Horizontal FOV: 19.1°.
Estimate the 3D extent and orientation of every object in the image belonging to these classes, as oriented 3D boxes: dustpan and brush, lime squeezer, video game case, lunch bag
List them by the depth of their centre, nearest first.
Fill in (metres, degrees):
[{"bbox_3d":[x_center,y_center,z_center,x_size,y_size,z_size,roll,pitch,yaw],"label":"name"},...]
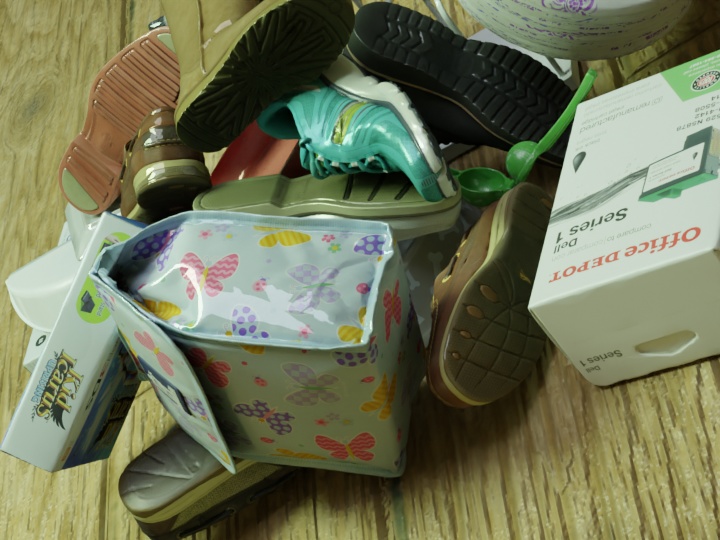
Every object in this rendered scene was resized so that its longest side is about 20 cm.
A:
[{"bbox_3d":[-0.068,0.052,1.428,0.200,0.170,0.127,7,56,15],"label":"lunch bag"},{"bbox_3d":[0.100,-0.086,1.535,0.200,0.071,0.038,-17,5,36],"label":"lime squeezer"},{"bbox_3d":[-0.185,0.053,1.558,0.200,0.045,0.182,21,-87,-85],"label":"video game case"},{"bbox_3d":[-0.219,0.021,1.760,0.139,0.057,0.200,-30,18,-2],"label":"dustpan and brush"}]

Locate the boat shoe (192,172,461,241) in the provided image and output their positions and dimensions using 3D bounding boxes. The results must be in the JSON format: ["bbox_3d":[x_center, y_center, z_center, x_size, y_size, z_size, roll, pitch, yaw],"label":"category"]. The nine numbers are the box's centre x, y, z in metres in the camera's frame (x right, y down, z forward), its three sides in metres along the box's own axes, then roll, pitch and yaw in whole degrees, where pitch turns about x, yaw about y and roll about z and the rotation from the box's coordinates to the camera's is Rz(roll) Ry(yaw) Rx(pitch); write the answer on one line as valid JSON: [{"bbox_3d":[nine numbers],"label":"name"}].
[{"bbox_3d":[-0.019,-0.032,1.542,0.200,0.068,0.075,-3,29,20],"label":"boat shoe"}]

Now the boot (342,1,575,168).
[{"bbox_3d":[0.071,-0.109,1.617,0.077,0.200,0.138,-55,-6,-37],"label":"boot"}]

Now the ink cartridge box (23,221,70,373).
[{"bbox_3d":[-0.194,-0.010,1.864,0.200,0.041,0.200,-26,33,25],"label":"ink cartridge box"}]

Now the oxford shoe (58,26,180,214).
[{"bbox_3d":[-0.180,-0.132,1.739,0.200,0.071,0.074,-48,-4,38],"label":"oxford shoe"}]

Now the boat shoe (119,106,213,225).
[{"bbox_3d":[-0.150,-0.073,1.648,0.072,0.068,0.200,-6,-12,-11],"label":"boat shoe"}]

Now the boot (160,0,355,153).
[{"bbox_3d":[-0.085,-0.204,1.577,0.175,0.066,0.200,-36,38,24],"label":"boot"}]

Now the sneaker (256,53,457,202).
[{"bbox_3d":[-0.002,-0.089,1.507,0.080,0.078,0.200,-39,39,-13],"label":"sneaker"}]

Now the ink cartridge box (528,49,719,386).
[{"bbox_3d":[0.204,-0.038,1.390,0.146,0.084,0.200,-20,36,34],"label":"ink cartridge box"}]

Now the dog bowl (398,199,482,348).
[{"bbox_3d":[0.000,0.000,1.608,0.200,0.059,0.200,-30,32,21],"label":"dog bowl"}]

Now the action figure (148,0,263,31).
[{"bbox_3d":[-0.082,-0.207,1.688,0.193,0.105,0.200,-41,25,41],"label":"action figure"}]

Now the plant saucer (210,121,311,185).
[{"bbox_3d":[-0.092,-0.045,1.685,0.200,0.037,0.200,-59,17,7],"label":"plant saucer"}]

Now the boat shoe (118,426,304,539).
[{"bbox_3d":[-0.077,0.126,1.522,0.200,0.065,0.073,-26,49,-9],"label":"boat shoe"}]

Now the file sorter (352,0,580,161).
[{"bbox_3d":[0.055,-0.179,1.711,0.200,0.125,0.139,-29,31,22],"label":"file sorter"}]

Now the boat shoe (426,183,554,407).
[{"bbox_3d":[0.085,0.025,1.458,0.068,0.072,0.200,-30,24,39],"label":"boat shoe"}]

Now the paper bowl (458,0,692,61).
[{"bbox_3d":[0.153,-0.242,1.559,0.201,0.200,0.104,-59,-10,-27],"label":"paper bowl"}]

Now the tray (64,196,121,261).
[{"bbox_3d":[-0.206,-0.062,1.835,0.107,0.022,0.200,-27,17,-3],"label":"tray"}]
